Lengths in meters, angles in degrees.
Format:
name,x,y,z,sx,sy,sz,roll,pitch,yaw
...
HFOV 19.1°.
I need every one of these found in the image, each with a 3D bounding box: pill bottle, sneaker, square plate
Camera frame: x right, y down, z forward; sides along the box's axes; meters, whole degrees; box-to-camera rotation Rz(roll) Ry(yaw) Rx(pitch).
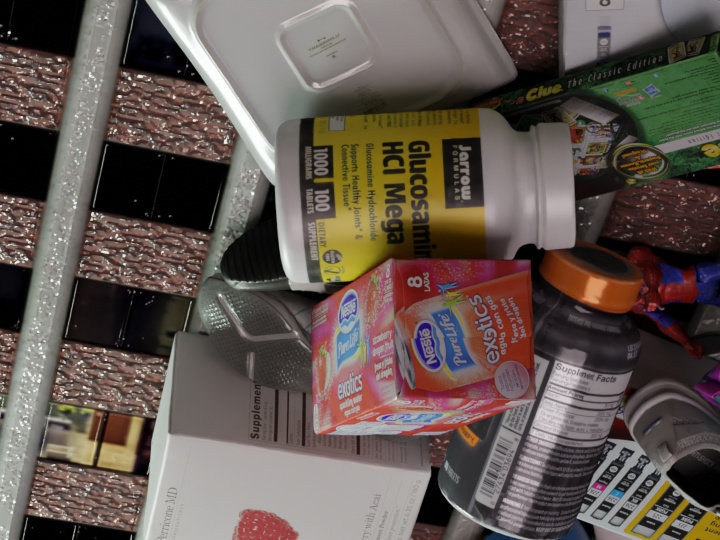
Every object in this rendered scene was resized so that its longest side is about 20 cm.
name,x,y,z,sx,sy,sz,roll,pitch,yaw
pill bottle,0.044,-0.052,1.452,0.198,0.113,0.113,-4,128,2
sneaker,0.270,0.159,1.538,0.199,0.082,0.075,29,119,-23
sneaker,-0.029,0.056,1.599,0.199,0.080,0.071,28,125,2
square plate,-0.020,-0.160,1.458,0.199,0.029,0.199,-23,124,16
sneaker,0.000,0.000,1.551,0.198,0.074,0.089,-10,131,2
pill bottle,0.134,0.080,1.508,0.105,0.106,0.201,15,109,-13

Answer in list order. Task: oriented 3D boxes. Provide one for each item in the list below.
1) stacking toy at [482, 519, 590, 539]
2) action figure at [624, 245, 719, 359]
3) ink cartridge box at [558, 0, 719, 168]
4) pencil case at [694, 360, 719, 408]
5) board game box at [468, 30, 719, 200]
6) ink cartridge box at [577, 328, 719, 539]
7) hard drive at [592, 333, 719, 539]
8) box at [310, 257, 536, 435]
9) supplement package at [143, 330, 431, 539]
name,x,y,z,sx,sy,sz,roll,pitch,yaw
stacking toy,0.174,0.298,1.780,0.116,0.110,0.200,-31,135,7
action figure,0.264,0.024,1.568,0.198,0.099,0.066,0,127,2
ink cartridge box,0.216,-0.141,1.467,0.159,0.047,0.201,-3,126,1
pencil case,0.312,0.013,1.501,0.092,0.085,0.201,28,84,-36
board game box,0.181,-0.099,1.466,0.199,0.024,0.105,-13,133,34
ink cartridge box,0.229,0.153,1.636,0.199,0.084,0.176,21,124,-18
hard drive,0.238,0.145,1.699,0.131,0.026,0.201,-12,127,7
box,0.039,0.054,1.446,0.099,0.096,0.200,1,169,-17
supplement package,-0.057,0.143,1.630,0.198,0.120,0.122,9,128,-8
